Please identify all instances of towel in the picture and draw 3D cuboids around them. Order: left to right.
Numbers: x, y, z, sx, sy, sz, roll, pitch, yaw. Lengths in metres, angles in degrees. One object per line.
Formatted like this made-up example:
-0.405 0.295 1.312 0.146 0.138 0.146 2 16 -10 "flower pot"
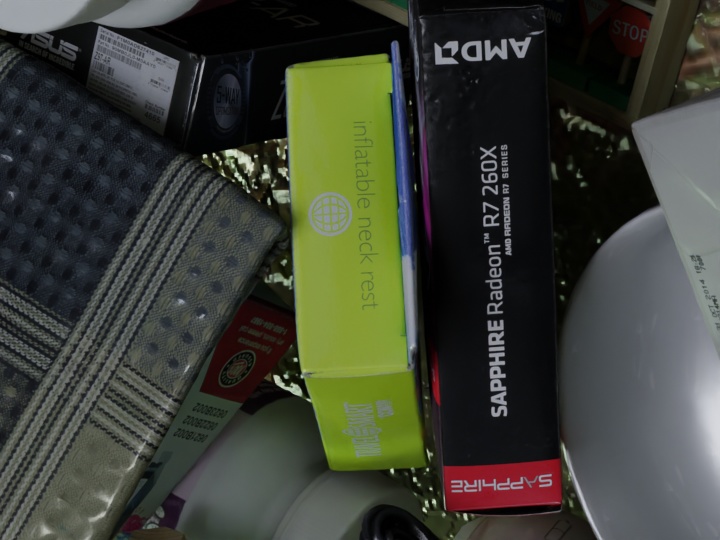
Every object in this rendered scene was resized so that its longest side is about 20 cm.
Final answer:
-0.145 0.023 1.078 0.192 0.035 0.200 32 91 22 "towel"

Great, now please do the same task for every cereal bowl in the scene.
0.173 0.056 1.077 0.200 0.083 0.201 20 120 41 "cereal bowl"

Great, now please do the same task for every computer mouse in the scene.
0.066 0.118 1.132 0.109 0.200 0.044 25 95 11 "computer mouse"

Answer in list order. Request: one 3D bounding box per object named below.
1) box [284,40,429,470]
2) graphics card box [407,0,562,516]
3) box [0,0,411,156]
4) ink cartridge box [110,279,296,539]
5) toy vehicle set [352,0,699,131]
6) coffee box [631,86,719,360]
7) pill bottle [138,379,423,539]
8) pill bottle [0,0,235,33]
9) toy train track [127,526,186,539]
0.000 0.000 1.116 0.048 0.200 0.122 -4 74 1 "box"
0.047 -0.023 1.096 0.051 0.126 0.200 -2 113 0 "graphics card box"
-0.097 -0.109 1.183 0.200 0.160 0.044 26 113 29 "box"
-0.156 0.044 1.172 0.145 0.145 0.200 43 98 25 "ink cartridge box"
0.048 -0.151 1.146 0.200 0.026 0.125 27 120 27 "toy vehicle set"
0.205 -0.034 0.948 0.080 0.200 0.115 -13 99 65 "coffee box"
-0.076 0.093 1.268 0.200 0.112 0.113 24 119 29 "pill bottle"
-0.066 -0.155 1.083 0.114 0.200 0.114 13 113 34 "pill bottle"
0.000 0.138 1.160 0.200 0.033 0.115 18 153 17 "toy train track"
